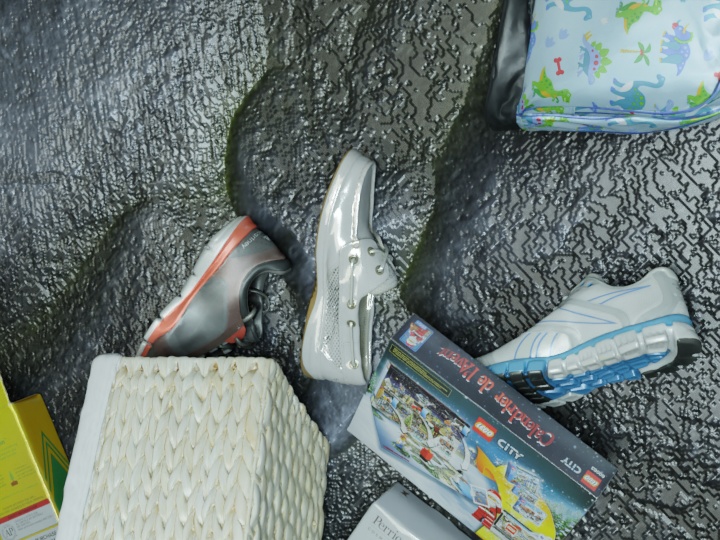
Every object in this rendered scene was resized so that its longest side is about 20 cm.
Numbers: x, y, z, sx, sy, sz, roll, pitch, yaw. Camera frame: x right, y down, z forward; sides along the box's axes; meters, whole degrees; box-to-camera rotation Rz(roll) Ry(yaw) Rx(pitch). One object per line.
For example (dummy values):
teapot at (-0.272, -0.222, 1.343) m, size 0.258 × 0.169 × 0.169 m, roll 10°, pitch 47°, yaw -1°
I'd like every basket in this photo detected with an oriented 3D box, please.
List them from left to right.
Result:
basket at (-0.127, 0.190, 1.015) m, size 0.159 × 0.199 × 0.201 m, roll -4°, pitch 59°, yaw 14°

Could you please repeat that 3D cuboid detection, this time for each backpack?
backpack at (0.201, -0.173, 0.927) m, size 0.198 × 0.154 × 0.165 m, roll 11°, pitch 93°, yaw 5°

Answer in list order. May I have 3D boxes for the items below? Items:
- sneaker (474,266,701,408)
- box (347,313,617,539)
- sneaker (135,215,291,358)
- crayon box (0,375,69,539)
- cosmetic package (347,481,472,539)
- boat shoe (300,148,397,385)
sneaker at (0.172, 0.051, 0.998) m, size 0.199 × 0.075 × 0.087 m, roll -18°, pitch 57°, yaw 27°
box at (0.092, 0.143, 1.008) m, size 0.200 × 0.038 × 0.137 m, roll 37°, pitch 139°, yaw 12°
sneaker at (-0.131, 0.052, 1.097) m, size 0.082 × 0.077 × 0.201 m, roll 36°, pitch 107°, yaw 6°
crayon box at (-0.341, 0.206, 1.199) m, size 0.126 × 0.051 × 0.201 m, roll -23°, pitch 88°, yaw 20°
cosmetic package at (0.008, 0.295, 1.072) m, size 0.101 × 0.071 × 0.201 m, roll 36°, pitch 106°, yaw 13°
boat shoe at (0.000, 0.000, 1.047) m, size 0.069 × 0.071 × 0.202 m, roll 13°, pitch 108°, yaw 17°
